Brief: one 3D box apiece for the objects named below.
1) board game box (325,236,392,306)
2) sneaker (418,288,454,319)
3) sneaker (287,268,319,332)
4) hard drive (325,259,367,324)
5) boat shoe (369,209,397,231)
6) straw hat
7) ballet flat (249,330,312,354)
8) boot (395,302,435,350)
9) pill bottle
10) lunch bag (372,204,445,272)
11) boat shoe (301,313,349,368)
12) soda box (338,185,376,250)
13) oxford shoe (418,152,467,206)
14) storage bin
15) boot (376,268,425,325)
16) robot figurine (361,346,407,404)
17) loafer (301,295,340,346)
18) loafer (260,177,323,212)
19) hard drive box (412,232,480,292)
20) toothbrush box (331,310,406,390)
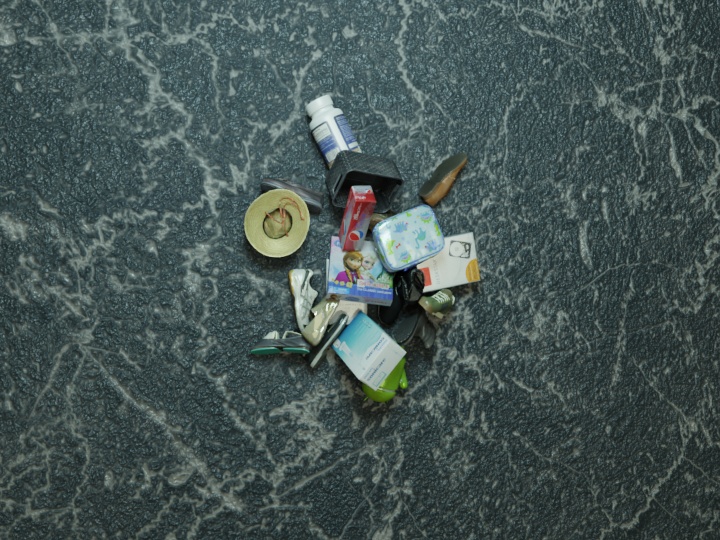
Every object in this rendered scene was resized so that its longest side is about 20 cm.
[{"bbox_3d":[0.000,0.000,1.614,0.197,0.041,0.202,7,58,-8],"label":"board game box"},{"bbox_3d":[0.239,0.090,1.636,0.090,0.200,0.067,-49,66,6],"label":"sneaker"},{"bbox_3d":[-0.165,0.094,1.636,0.086,0.076,0.203,-10,99,-14],"label":"sneaker"},{"bbox_3d":[-0.043,0.067,1.674,0.130,0.026,0.204,0,94,-8],"label":"hard drive"},{"bbox_3d":[0.047,-0.157,1.657,0.197,0.072,0.069,18,118,-14],"label":"boat shoe"},{"bbox_3d":[-0.249,-0.140,1.602,0.198,0.085,0.205,0,92,-12],"label":"straw hat"},{"bbox_3d":[-0.241,0.220,1.633,0.197,0.073,0.074,-4,95,13],"label":"ballet flat"},{"bbox_3d":[0.180,0.194,1.629,0.069,0.201,0.133,-19,113,35],"label":"boot"},{"bbox_3d":[-0.084,-0.410,1.592,0.110,0.111,0.202,-27,97,-5],"label":"pill bottle"},{"bbox_3d":[0.141,-0.090,1.586,0.198,0.082,0.163,-23,86,-11],"label":"lunch bag"},{"bbox_3d":[-0.110,0.206,1.641,0.060,0.076,0.201,37,95,11],"label":"boat shoe"},{"bbox_3d":[-0.012,-0.149,1.556,0.062,0.071,0.201,-1,138,-17],"label":"soda box"},{"bbox_3d":[0.269,-0.288,1.683,0.200,0.071,0.071,-47,126,-3],"label":"oxford shoe"},{"bbox_3d":[0.011,-0.260,1.569,0.197,0.095,0.136,4,136,-30],"label":"storage bin"},{"bbox_3d":[0.122,0.083,1.626,0.075,0.168,0.203,21,91,-13],"label":"boot"},{"bbox_3d":[0.072,0.316,1.662,0.173,0.116,0.203,16,92,-21],"label":"robot figurine"},{"bbox_3d":[-0.117,0.124,1.599,0.068,0.076,0.202,27,69,-10],"label":"loafer"},{"bbox_3d":[-0.204,-0.239,1.618,0.198,0.072,0.064,22,62,-13],"label":"loafer"},{"bbox_3d":[0.263,-0.026,1.686,0.197,0.077,0.158,-12,95,-7],"label":"hard drive box"},{"bbox_3d":[0.021,0.234,1.589,0.085,0.200,0.147,40,88,-34],"label":"toothbrush box"}]
